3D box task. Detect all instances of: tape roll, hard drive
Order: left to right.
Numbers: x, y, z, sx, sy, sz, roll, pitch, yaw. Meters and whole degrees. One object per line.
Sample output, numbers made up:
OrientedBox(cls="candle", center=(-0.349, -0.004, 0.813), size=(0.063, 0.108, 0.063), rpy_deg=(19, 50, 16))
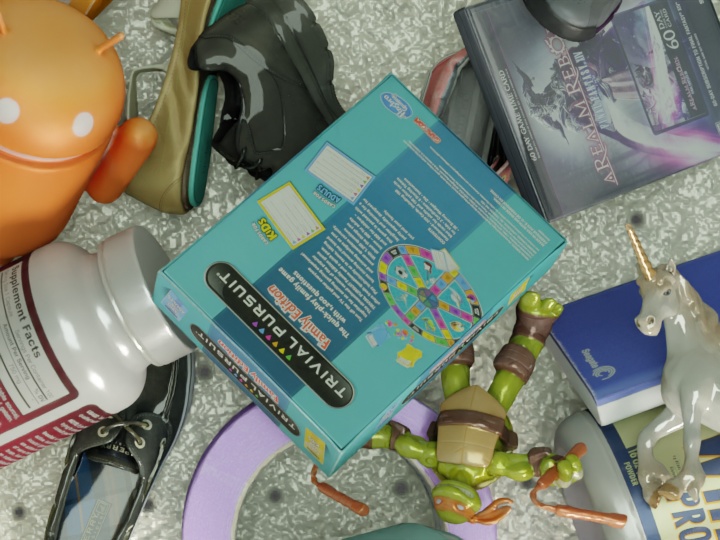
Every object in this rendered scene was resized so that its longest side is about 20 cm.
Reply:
OrientedBox(cls="tape roll", center=(-0.015, 0.169, 1.480), size=(0.199, 0.066, 0.201), rpy_deg=(0, 88, -5))
OrientedBox(cls="hard drive", center=(0.225, 0.029, 1.469), size=(0.199, 0.132, 0.025), rpy_deg=(-19, 115, -4))

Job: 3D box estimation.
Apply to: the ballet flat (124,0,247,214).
OrientedBox(cls="ballet flat", center=(-0.114, -0.138, 1.481), size=(0.063, 0.069, 0.201), rpy_deg=(13, 86, 11))

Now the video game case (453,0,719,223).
OrientedBox(cls="video game case", center=(0.161, -0.123, 1.475), size=(0.200, 0.019, 0.143), rpy_deg=(-21, 91, -36))

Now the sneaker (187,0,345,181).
OrientedBox(cls="sneaker", center=(-0.043, -0.078, 1.463), size=(0.091, 0.076, 0.201), rpy_deg=(-32, 102, -18))

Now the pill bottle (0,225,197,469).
OrientedBox(cls="pill bottle", center=(-0.206, 0.053, 1.424), size=(0.199, 0.113, 0.113), rpy_deg=(-25, 91, 10))

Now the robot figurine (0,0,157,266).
OrientedBox(cls="robot figurine", center=(-0.214, -0.086, 1.405), size=(0.144, 0.200, 0.117), rpy_deg=(42, 46, 7))

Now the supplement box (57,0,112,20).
OrientedBox(cls="supplement box", center=(-0.216, -0.252, 1.443), size=(0.200, 0.074, 0.126), rpy_deg=(40, 50, -3))

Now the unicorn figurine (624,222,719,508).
OrientedBox(cls="unicorn figurine", center=(0.218, 0.078, 1.370), size=(0.199, 0.074, 0.138), rpy_deg=(21, 72, -7))

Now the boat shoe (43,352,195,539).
OrientedBox(cls="boat shoe", center=(-0.154, 0.117, 1.474), size=(0.068, 0.057, 0.201), rpy_deg=(18, 87, -3))

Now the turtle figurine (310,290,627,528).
OrientedBox(cls="turtle figurine", center=(0.079, 0.093, 1.421), size=(0.199, 0.064, 0.162), rpy_deg=(6, 66, 21))

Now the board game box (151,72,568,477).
OrientedBox(cls="board game box", center=(0.000, 0.000, 1.373), size=(0.151, 0.047, 0.200), rpy_deg=(44, 66, 10))

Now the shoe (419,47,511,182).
OrientedBox(cls="shoe", center=(0.058, -0.044, 1.476), size=(0.071, 0.091, 0.201), rpy_deg=(8, 88, -4))

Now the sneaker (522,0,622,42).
OrientedBox(cls="sneaker", center=(0.155, -0.234, 1.446), size=(0.074, 0.088, 0.200), rpy_deg=(27, 51, -8))

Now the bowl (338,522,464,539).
OrientedBox(cls="bowl", center=(0.037, 0.229, 1.370), size=(0.105, 0.201, 0.201), rpy_deg=(-34, 91, -23))

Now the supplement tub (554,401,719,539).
OrientedBox(cls="supplement tub", center=(0.236, 0.130, 1.459), size=(0.199, 0.145, 0.146), rpy_deg=(-20, 90, -4))
